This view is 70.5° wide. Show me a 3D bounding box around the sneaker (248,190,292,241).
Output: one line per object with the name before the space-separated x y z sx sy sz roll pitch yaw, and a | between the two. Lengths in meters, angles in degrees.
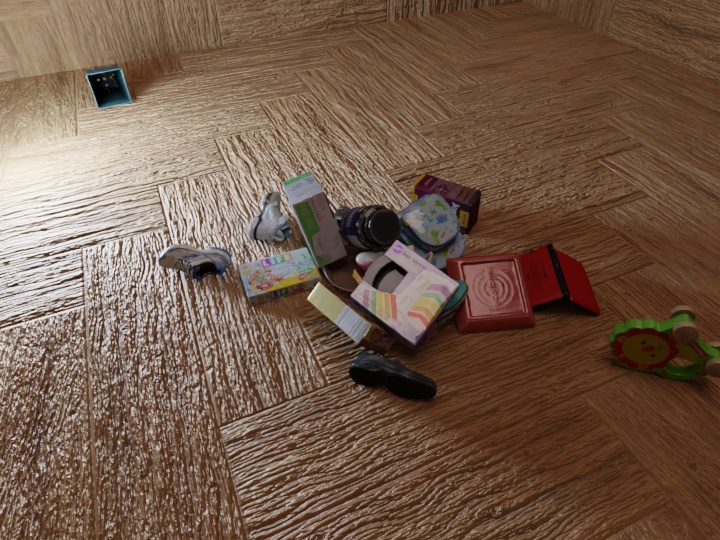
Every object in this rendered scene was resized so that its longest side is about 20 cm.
sneaker | -0.253 -0.160 1.545 0.113 0.076 0.201 10 49 11

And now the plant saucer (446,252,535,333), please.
plant saucer | 0.327 0.048 1.274 0.197 0.037 0.202 -5 68 -3

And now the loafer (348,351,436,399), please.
loafer | 0.076 0.224 1.123 0.197 0.074 0.073 16 40 15

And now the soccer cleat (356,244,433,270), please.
soccer cleat | 0.090 -0.033 1.284 0.197 0.087 0.070 11 27 -8

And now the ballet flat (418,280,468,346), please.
ballet flat | 0.189 0.107 1.236 0.200 0.072 0.069 -42 46 -18

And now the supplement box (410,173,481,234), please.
supplement box | 0.257 -0.204 1.557 0.198 0.111 0.086 23 48 24

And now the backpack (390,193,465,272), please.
backpack | 0.184 -0.091 1.379 0.182 0.147 0.201 -32 80 -23

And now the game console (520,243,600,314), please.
game console | 0.514 0.040 1.357 0.171 0.119 0.201 -23 36 23

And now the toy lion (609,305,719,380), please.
toy lion | 0.660 0.172 1.114 0.200 0.191 0.069 41 43 -14

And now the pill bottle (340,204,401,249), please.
pill bottle | 0.027 -0.111 1.306 0.111 0.113 0.200 -18 9 -18

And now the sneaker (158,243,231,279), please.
sneaker | -0.458 -0.019 1.393 0.197 0.078 0.086 -1 46 0

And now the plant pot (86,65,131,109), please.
plant pot | -1.109 -0.816 2.228 0.140 0.143 0.200 -21 39 -21

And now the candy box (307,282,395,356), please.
candy box | -0.022 0.113 1.194 0.199 0.116 0.057 37 92 39

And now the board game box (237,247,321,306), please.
board game box | -0.219 0.013 1.381 0.198 0.035 0.135 -16 44 -16

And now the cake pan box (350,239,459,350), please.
cake pan box | 0.101 0.051 1.190 0.199 0.052 0.184 37 73 17

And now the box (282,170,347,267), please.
box | -0.124 -0.142 1.395 0.096 0.202 0.177 -23 33 -5

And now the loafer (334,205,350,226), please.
loafer | -0.013 -0.120 1.508 0.071 0.074 0.199 -40 49 -22

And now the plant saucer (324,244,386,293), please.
plant saucer | 0.000 0.000 1.393 0.197 0.037 0.202 -1 42 0

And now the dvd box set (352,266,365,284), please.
dvd box set | 0.092 0.051 1.301 0.145 0.030 0.201 -22 60 -28
